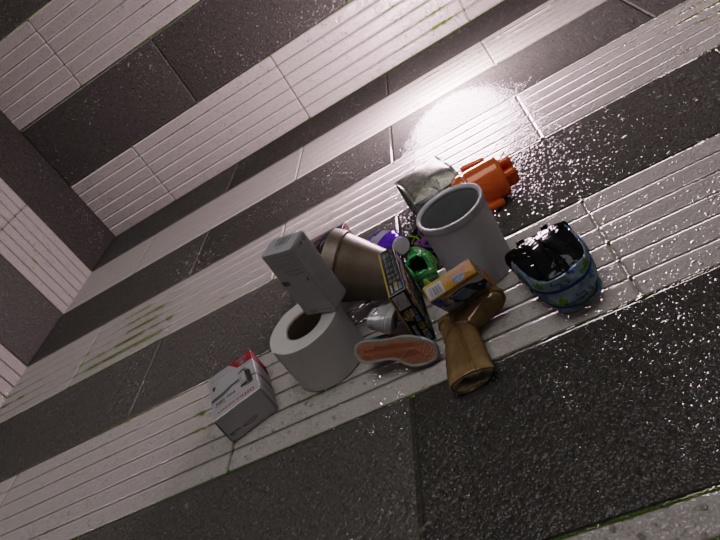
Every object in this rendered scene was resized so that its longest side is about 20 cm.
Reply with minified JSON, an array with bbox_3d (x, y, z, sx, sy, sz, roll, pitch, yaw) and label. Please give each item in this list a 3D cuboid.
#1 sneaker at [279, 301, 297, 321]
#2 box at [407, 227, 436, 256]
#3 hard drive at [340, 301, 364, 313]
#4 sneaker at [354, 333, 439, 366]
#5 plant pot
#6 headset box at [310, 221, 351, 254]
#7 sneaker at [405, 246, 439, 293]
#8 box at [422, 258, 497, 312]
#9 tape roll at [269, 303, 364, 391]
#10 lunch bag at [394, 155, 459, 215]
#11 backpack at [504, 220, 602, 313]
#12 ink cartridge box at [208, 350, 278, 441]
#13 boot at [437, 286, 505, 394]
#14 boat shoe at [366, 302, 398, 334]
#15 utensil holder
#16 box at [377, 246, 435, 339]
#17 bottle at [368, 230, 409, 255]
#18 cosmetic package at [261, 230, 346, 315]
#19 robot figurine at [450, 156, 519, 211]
[{"bbox_3d":[-0.143,0.137,1.656,0.201,0.075,0.116,-45,54,40],"label":"sneaker"},{"bbox_3d":[0.226,-0.102,1.689,0.143,0.036,0.199,-46,31,-19],"label":"box"},{"bbox_3d":[-0.063,0.068,1.713,0.199,0.026,0.133,-33,50,7],"label":"hard drive"},{"bbox_3d":[0.089,0.172,1.384,0.197,0.072,0.080,-2,8,24],"label":"sneaker"},{"bbox_3d":[0.000,0.000,1.596,0.171,0.202,0.201,9,44,15],"label":"plant pot"},{"bbox_3d":[-0.104,-0.063,1.930,0.147,0.075,0.201,-26,21,23],"label":"headset box"},{"bbox_3d":[0.158,-0.020,1.588,0.074,0.084,0.201,-32,27,8],"label":"sneaker"},{"bbox_3d":[0.226,0.043,1.340,0.118,0.200,0.042,-35,62,16],"label":"box"},{"bbox_3d":[-0.106,0.178,1.522,0.201,0.140,0.204,-27,30,17],"label":"tape roll"},{"bbox_3d":[0.213,-0.242,1.832,0.163,0.118,0.200,-33,23,3],"label":"lunch bag"},{"bbox_3d":[0.404,-0.005,1.251,0.162,0.155,0.200,-30,6,5],"label":"backpack"},{"bbox_3d":[-0.309,0.320,1.589,0.146,0.083,0.200,-36,27,-2],"label":"ink cartridge box"},{"bbox_3d":[0.247,0.143,1.270,0.174,0.066,0.201,-37,27,18],"label":"boot"},{"bbox_3d":[0.052,0.111,1.443,0.068,0.073,0.200,9,11,9],"label":"boat shoe"},{"bbox_3d":[0.249,-0.074,1.444,0.169,0.201,0.171,-26,28,15],"label":"utensil holder"},{"bbox_3d":[0.107,0.058,1.445,0.049,0.160,0.201,-30,29,11],"label":"box"},{"bbox_3d":[0.081,-0.073,1.731,0.084,0.065,0.200,-46,15,-11],"label":"bottle"},{"bbox_3d":[-0.131,0.010,1.443,0.101,0.201,0.074,-12,35,37],"label":"cosmetic package"},{"bbox_3d":[0.334,-0.232,1.681,0.198,0.145,0.117,-27,7,13],"label":"robot figurine"}]
